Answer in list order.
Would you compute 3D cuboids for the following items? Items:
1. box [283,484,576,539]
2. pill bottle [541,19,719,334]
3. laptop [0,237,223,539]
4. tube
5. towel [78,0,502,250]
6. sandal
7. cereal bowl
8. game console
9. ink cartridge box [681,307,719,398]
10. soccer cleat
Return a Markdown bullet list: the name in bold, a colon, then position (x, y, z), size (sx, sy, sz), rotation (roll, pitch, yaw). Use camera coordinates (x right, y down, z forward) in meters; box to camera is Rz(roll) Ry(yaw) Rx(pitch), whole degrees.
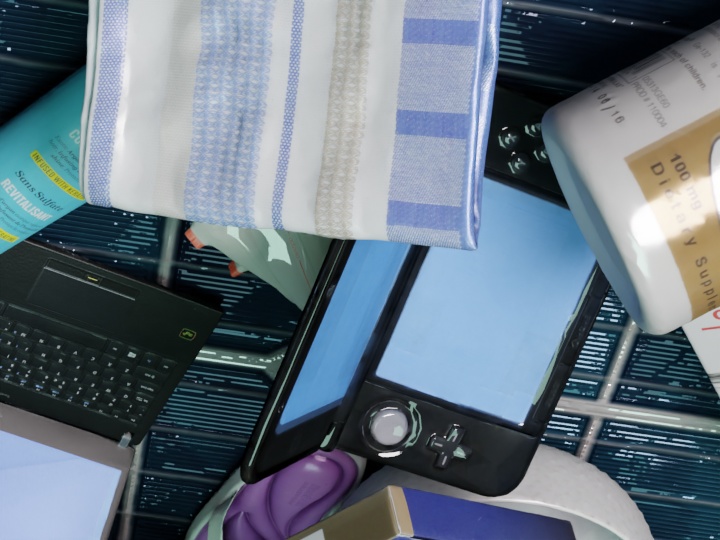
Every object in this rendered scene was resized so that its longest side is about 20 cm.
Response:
- **box**: position (0.031, 0.159, 1.106), size (0.121, 0.033, 0.199), rotation (-30, 150, 29)
- **pill bottle**: position (0.191, -0.064, 0.944), size (0.199, 0.115, 0.115), rotation (-27, 131, 0)
- **laptop**: position (-0.195, 0.086, 1.142), size (0.176, 0.104, 0.200), rotation (20, 133, -18)
- **tube**: position (-0.129, -0.068, 1.032), size (0.199, 0.051, 0.077), rotation (-31, 134, 22)
- **towel**: position (-0.035, -0.090, 0.915), size (0.199, 0.024, 0.148), rotation (8, 96, 25)
- **sandal**: position (-0.057, 0.160, 1.247), size (0.082, 0.050, 0.203), rotation (15, 135, -10)
- **cereal bowl**: position (0.073, 0.164, 1.223), size (0.198, 0.084, 0.201), rotation (1, 135, 1)
- **game console**: position (0.047, 0.018, 1.003), size (0.175, 0.116, 0.201), rotation (20, 104, -18)
- **ink cartridge box**: position (0.230, 0.021, 1.076), size (0.115, 0.067, 0.200), rotation (-11, 134, 26)
- **soccer cleat**: position (0.000, 0.000, 1.078), size (0.200, 0.070, 0.077), rotation (37, 123, -26)
